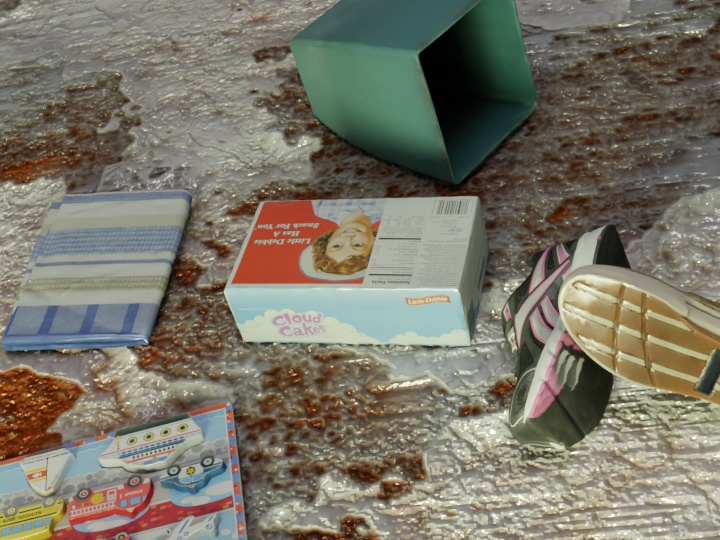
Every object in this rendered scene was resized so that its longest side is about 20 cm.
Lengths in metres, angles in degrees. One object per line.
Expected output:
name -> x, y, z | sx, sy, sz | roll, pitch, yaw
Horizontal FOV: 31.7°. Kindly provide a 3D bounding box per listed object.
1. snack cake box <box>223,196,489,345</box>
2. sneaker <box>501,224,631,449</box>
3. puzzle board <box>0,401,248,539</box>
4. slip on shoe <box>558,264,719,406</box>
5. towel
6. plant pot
snack cake box -> 0.000, 0.000, 1.061 | 0.199, 0.067, 0.115 | 0, 45, 17
sneaker -> 0.145, 0.055, 0.966 | 0.086, 0.080, 0.200 | -10, 35, 37
puzzle board -> -0.188, 0.176, 0.957 | 0.199, 0.017, 0.151 | -14, 41, 0
slip on shoe -> 0.235, 0.046, 0.899 | 0.199, 0.076, 0.061 | 21, 31, 2
towel -> -0.240, -0.003, 1.169 | 0.146, 0.024, 0.201 | -3, 44, 10
plant pot -> 0.039, -0.193, 1.219 | 0.199, 0.142, 0.141 | 16, 48, 40
